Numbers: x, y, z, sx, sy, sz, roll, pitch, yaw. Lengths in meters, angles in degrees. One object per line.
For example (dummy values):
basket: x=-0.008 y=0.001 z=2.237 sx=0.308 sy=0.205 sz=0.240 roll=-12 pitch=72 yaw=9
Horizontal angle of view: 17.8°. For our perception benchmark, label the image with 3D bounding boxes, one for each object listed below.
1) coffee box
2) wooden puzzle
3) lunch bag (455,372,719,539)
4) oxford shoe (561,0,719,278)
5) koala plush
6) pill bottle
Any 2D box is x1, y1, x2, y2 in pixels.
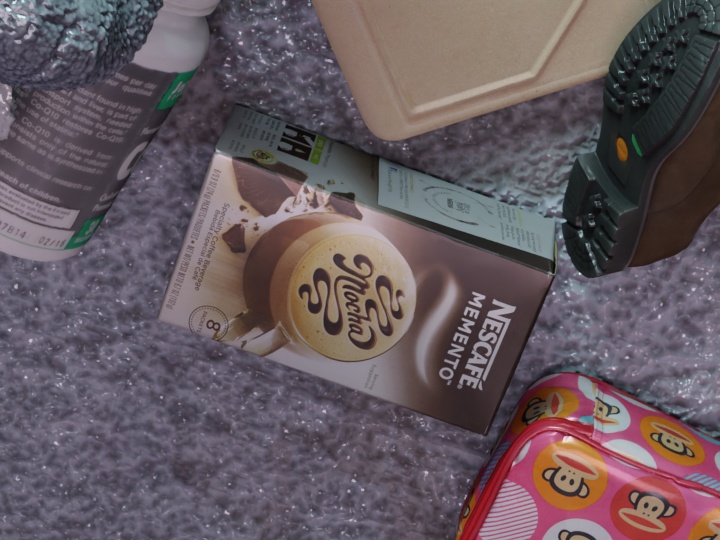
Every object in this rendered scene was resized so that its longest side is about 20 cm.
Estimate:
coffee box: x=0.000 y=0.000 z=1.306 sx=0.200 sy=0.080 sz=0.113 roll=19 pitch=114 yaw=-3
wooden puzzle: x=0.066 y=-0.172 z=1.237 sx=0.200 sy=0.037 sz=0.185 roll=-14 pitch=123 yaw=16
lunch bag: x=0.155 y=0.171 z=1.371 sx=0.200 sy=0.082 sz=0.176 roll=24 pitch=118 yaw=-3
oxford shoe: x=0.176 y=-0.081 z=1.247 sx=0.084 sy=0.073 sz=0.200 roll=-6 pitch=142 yaw=-23
koala plush: x=-0.202 y=-0.134 z=1.106 sx=0.177 sy=0.184 sz=0.200 roll=20 pitch=140 yaw=-40
pill bottle: x=-0.153 y=-0.113 z=1.253 sx=0.113 sy=0.113 sz=0.200 roll=31 pitch=114 yaw=-8
